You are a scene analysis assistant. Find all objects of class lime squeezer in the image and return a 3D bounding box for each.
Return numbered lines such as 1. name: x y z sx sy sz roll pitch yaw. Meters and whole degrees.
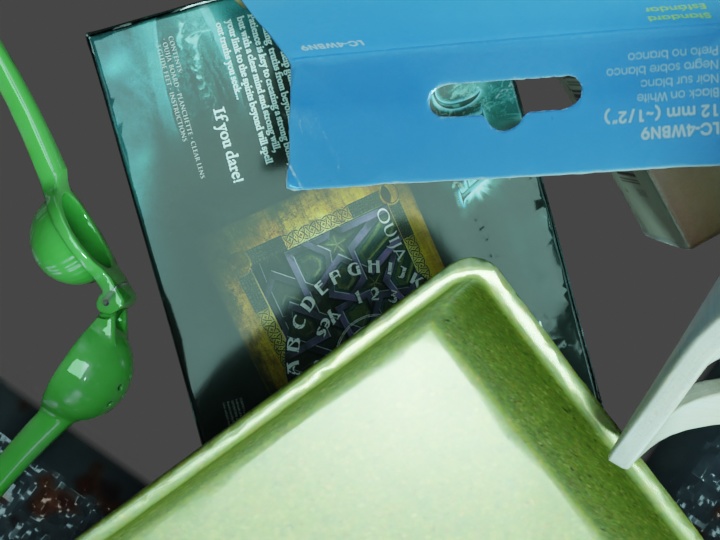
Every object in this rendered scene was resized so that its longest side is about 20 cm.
1. lime squeezer: -0.107 0.006 0.872 0.070 0.038 0.201 6 96 26

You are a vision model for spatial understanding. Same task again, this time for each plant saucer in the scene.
1. plant saucer: 0.008 0.112 0.851 0.200 0.048 0.200 -36 115 6

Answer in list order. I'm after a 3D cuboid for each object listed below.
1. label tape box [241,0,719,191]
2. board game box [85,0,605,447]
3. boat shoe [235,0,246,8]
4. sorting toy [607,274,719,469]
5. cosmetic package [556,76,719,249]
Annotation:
1. label tape box: 0.030 -0.127 0.748 0.143 0.066 0.201 -2 87 23
2. board game box: 0.000 0.000 0.877 0.135 0.028 0.201 -15 96 -4
3. boat shoe: -0.075 -0.163 0.839 0.062 0.073 0.201 -29 85 8
4. sorting toy: 0.160 0.000 0.785 0.199 0.107 0.180 3 134 -42
5. cosmetic package: 0.160 -0.100 0.852 0.199 0.087 0.104 -31 96 -2
